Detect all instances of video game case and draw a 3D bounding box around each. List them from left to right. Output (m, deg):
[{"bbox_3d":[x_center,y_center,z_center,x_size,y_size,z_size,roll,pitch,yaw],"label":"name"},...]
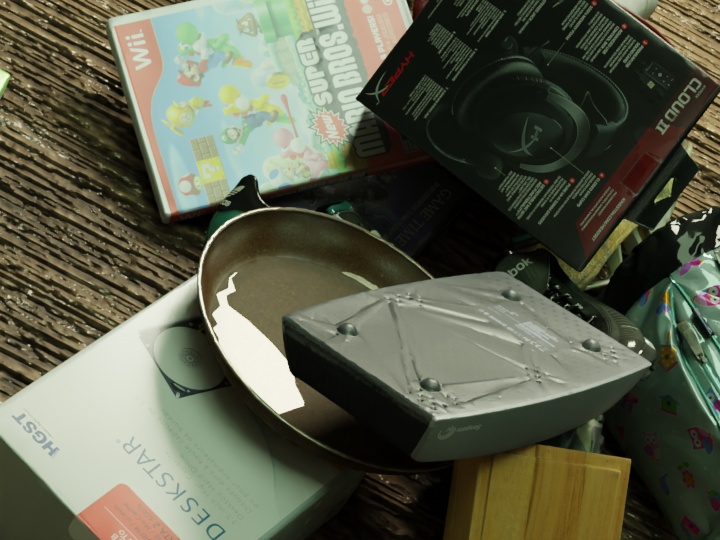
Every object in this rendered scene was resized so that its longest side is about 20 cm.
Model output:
[{"bbox_3d":[-0.052,-0.119,1.615,0.199,0.017,0.144,-14,74,-14],"label":"video game case"},{"bbox_3d":[-0.035,-0.075,1.659,0.200,0.019,0.143,40,44,5],"label":"video game case"}]

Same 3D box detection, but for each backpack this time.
[{"bbox_3d":[0.232,0.081,1.602,0.126,0.167,0.201,-20,68,-20],"label":"backpack"}]

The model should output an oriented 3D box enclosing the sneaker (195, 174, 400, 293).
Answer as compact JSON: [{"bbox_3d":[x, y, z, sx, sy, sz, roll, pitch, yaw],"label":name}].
[{"bbox_3d":[0.000,0.000,1.558,0.199,0.071,0.080,20,80,-13],"label":"sneaker"}]

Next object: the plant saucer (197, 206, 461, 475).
[{"bbox_3d":[-0.012,0.046,1.451,0.199,0.032,0.201,22,39,-19],"label":"plant saucer"}]

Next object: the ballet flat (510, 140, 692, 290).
[{"bbox_3d":[0.175,-0.030,1.720,0.071,0.071,0.200,45,45,11],"label":"ballet flat"}]

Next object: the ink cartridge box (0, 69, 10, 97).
[{"bbox_3d":[-0.329,-0.096,1.452,0.199,0.084,0.146,29,43,-7],"label":"ink cartridge box"}]

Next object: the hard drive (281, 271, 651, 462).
[{"bbox_3d":[0.059,0.054,1.407,0.135,0.043,0.199,32,27,33],"label":"hard drive"}]

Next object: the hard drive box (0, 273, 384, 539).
[{"bbox_3d":[-0.109,0.113,1.410,0.156,0.077,0.200,43,44,10],"label":"hard drive box"}]

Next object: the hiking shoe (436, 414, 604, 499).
[{"bbox_3d":[0.084,0.145,1.513,0.100,0.076,0.200,21,37,1],"label":"hiking shoe"}]

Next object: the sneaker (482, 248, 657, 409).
[{"bbox_3d":[0.120,0.032,1.549,0.091,0.066,0.200,48,-3,-16],"label":"sneaker"}]

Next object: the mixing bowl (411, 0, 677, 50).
[{"bbox_3d":[0.111,-0.116,1.684,0.199,0.200,0.109,25,76,-10],"label":"mixing bowl"}]

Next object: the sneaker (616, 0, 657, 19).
[{"bbox_3d":[0.128,-0.252,1.870,0.200,0.074,0.115,47,42,10],"label":"sneaker"}]

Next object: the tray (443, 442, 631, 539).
[{"bbox_3d":[0.092,0.200,1.405,0.098,0.037,0.201,10,86,-23],"label":"tray"}]

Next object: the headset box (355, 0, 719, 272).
[{"bbox_3d":[0.121,-0.106,1.562,0.200,0.149,0.077,37,7,3],"label":"headset box"}]
